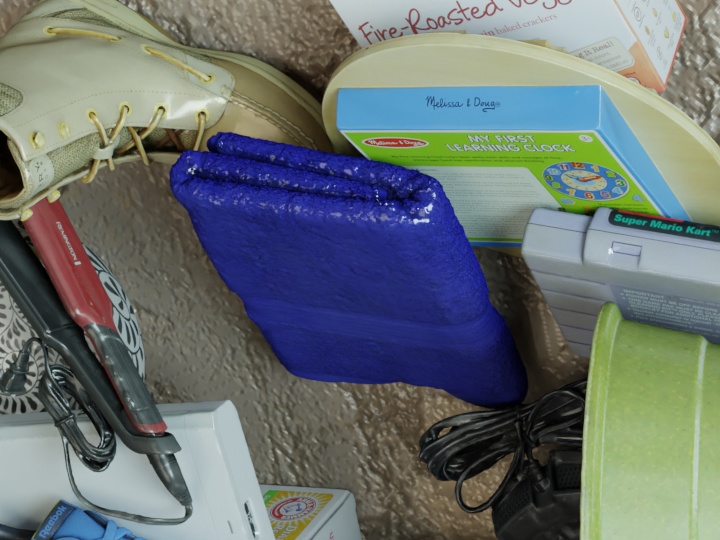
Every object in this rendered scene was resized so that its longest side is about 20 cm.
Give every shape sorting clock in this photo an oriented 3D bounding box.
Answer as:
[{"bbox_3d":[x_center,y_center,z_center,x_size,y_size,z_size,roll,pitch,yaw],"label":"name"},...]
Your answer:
[{"bbox_3d":[0.079,-0.054,1.001,0.200,0.039,0.200,14,160,5],"label":"shape sorting clock"}]

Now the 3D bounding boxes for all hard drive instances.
[{"bbox_3d":[-0.141,0.140,1.182,0.200,0.026,0.132,-6,108,31],"label":"hard drive"}]

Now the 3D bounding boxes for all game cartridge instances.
[{"bbox_3d":[0.184,0.020,1.004,0.200,0.038,0.130,10,154,22],"label":"game cartridge"}]

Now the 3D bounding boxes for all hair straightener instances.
[{"bbox_3d":[-0.152,0.051,1.122,0.077,0.041,0.200,-32,89,27],"label":"hair straightener"}]

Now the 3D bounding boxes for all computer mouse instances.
[{"bbox_3d":[0.133,0.143,1.133,0.138,0.053,0.200,-20,106,30],"label":"computer mouse"}]

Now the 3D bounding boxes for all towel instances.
[{"bbox_3d":[0.000,0.000,1.079,0.148,0.050,0.200,7,153,22],"label":"towel"}]

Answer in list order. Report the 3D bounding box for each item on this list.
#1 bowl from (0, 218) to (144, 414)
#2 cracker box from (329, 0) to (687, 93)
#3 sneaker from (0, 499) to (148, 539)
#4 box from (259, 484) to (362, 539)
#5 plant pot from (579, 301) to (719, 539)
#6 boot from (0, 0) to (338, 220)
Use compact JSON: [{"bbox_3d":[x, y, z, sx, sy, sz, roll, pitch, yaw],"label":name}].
[{"bbox_3d":[-0.196,0.039,1.237,0.201,0.094,0.201,13,121,23],"label":"bowl"},{"bbox_3d":[0.045,-0.157,0.975,0.134,0.058,0.200,-11,129,34],"label":"cracker box"},{"bbox_3d":[-0.133,0.166,1.133,0.200,0.066,0.078,-1,107,30],"label":"sneaker"},{"bbox_3d":[-0.100,0.196,1.266,0.200,0.101,0.113,0,115,30],"label":"box"},{"bbox_3d":[0.203,0.115,0.958,0.190,0.200,0.200,0,118,11],"label":"plant pot"},{"bbox_3d":[-0.121,-0.068,1.094,0.200,0.155,0.073,29,127,13],"label":"boot"}]
